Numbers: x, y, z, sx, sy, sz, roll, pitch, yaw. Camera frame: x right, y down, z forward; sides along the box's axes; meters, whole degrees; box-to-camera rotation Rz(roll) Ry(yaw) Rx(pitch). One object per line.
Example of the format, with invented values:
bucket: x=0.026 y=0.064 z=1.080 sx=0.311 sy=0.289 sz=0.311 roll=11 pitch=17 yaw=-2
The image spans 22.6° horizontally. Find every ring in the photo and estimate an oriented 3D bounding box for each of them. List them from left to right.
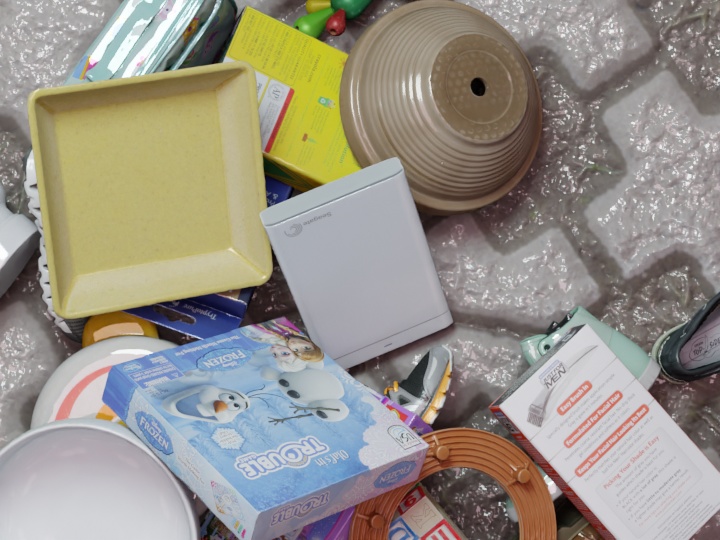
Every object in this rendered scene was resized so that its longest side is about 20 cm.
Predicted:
ring: x=0.084 y=0.239 z=1.582 sx=0.199 sy=0.019 sz=0.202 roll=-1 pitch=94 yaw=-21

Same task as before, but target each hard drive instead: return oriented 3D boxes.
hard drive: x=0.000 y=0.000 z=1.628 sx=0.131 sy=0.201 sz=0.027 roll=-22 pitch=43 yaw=-2

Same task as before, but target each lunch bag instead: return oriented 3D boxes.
lunch bag: x=-0.194 y=-0.187 z=1.637 sx=0.077 sy=0.160 sz=0.201 roll=33 pitch=86 yaw=4

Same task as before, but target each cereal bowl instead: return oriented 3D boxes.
cereal bowl: x=-0.230 y=0.219 z=1.526 sx=0.198 sy=0.083 sz=0.202 roll=0 pitch=96 yaw=2

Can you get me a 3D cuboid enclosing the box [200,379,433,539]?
box: x=-0.043 y=0.191 z=1.611 sx=0.136 sy=0.039 sz=0.201 roll=27 pitch=79 yaw=39

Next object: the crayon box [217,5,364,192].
crayon box: x=-0.045 y=-0.141 z=1.667 sx=0.199 sy=0.051 sz=0.128 roll=25 pitch=73 yaw=-9

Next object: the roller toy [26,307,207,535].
roller toy: x=-0.202 y=0.149 z=1.629 sx=0.182 sy=0.140 sz=0.201 roll=32 pitch=87 yaw=1

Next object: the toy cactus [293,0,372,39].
toy cactus: x=0.008 y=-0.300 z=1.688 sx=0.164 sy=0.102 sz=0.202 roll=20 pitch=78 yaw=-9

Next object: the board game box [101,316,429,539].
board game box: x=-0.078 y=0.128 z=1.514 sx=0.199 sy=0.199 sz=0.044 roll=40 pitch=127 yaw=30

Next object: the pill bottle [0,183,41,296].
pill bottle: x=-0.397 y=-0.061 z=1.651 sx=0.199 sy=0.116 sz=0.116 roll=37 pitch=87 yaw=2

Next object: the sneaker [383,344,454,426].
sneaker: x=0.018 y=0.148 z=1.665 sx=0.077 sy=0.078 sz=0.201 roll=35 pitch=88 yaw=6

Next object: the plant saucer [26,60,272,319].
plant saucer: x=-0.183 y=-0.074 z=1.561 sx=0.198 sy=0.048 sz=0.202 roll=-10 pitch=108 yaw=-18

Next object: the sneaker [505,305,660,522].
sneaker: x=0.172 y=0.128 z=1.667 sx=0.118 sy=0.074 sz=0.201 roll=40 pitch=81 yaw=-2

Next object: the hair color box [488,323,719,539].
hair color box: x=0.222 y=0.158 z=1.600 sx=0.111 sy=0.064 sz=0.200 roll=-41 pitch=91 yaw=-9

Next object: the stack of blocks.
stack of blocks: x=0.069 y=0.300 z=1.635 sx=0.115 sy=0.059 sz=0.200 roll=-39 pitch=106 yaw=1

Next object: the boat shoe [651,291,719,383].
boat shoe: x=0.364 y=0.041 z=1.676 sx=0.198 sy=0.066 sz=0.075 roll=-25 pitch=87 yaw=-2

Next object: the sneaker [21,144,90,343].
sneaker: x=-0.246 y=-0.020 z=1.635 sx=0.090 sy=0.067 sz=0.202 roll=3 pitch=118 yaw=19

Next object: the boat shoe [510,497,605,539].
boat shoe: x=0.222 y=0.237 z=1.670 sx=0.199 sy=0.072 sz=0.068 roll=-33 pitch=105 yaw=-3

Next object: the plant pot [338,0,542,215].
plant pot: x=0.089 y=-0.156 z=1.639 sx=0.199 sy=0.093 sz=0.203 roll=4 pitch=79 yaw=-23

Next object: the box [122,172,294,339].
box: x=-0.140 y=-0.034 z=1.646 sx=0.120 sy=0.032 sz=0.201 roll=19 pitch=57 yaw=0
